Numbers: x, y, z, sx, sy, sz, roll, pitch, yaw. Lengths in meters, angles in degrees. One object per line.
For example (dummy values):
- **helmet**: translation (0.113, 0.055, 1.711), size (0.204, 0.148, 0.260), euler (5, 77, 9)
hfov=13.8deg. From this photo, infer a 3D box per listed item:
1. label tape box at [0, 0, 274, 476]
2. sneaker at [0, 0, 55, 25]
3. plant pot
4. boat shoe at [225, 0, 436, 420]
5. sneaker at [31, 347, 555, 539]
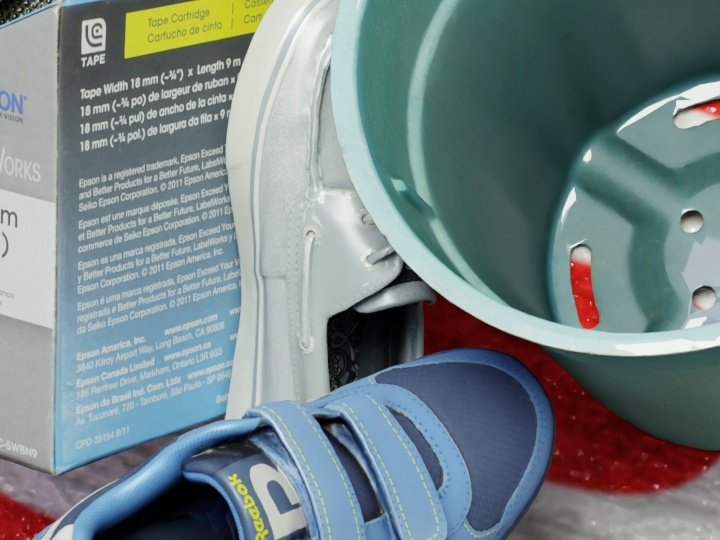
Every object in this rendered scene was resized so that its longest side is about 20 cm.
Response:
- **label tape box**: translation (-0.074, -0.047, 1.017), size (0.063, 0.144, 0.201), euler (15, 110, 36)
- **sneaker**: translation (-0.143, -0.036, 1.074), size (0.076, 0.114, 0.200), euler (10, 88, 25)
- **plant pot**: translation (0.113, -0.037, 0.982), size (0.199, 0.196, 0.201), euler (-6, 69, 15)
- **boat shoe**: translation (-0.001, 0.001, 1.013), size (0.071, 0.070, 0.202), euler (15, 108, 41)
- **sneaker**: translation (-0.018, 0.076, 0.906), size (0.200, 0.082, 0.074), euler (-26, 74, -25)
